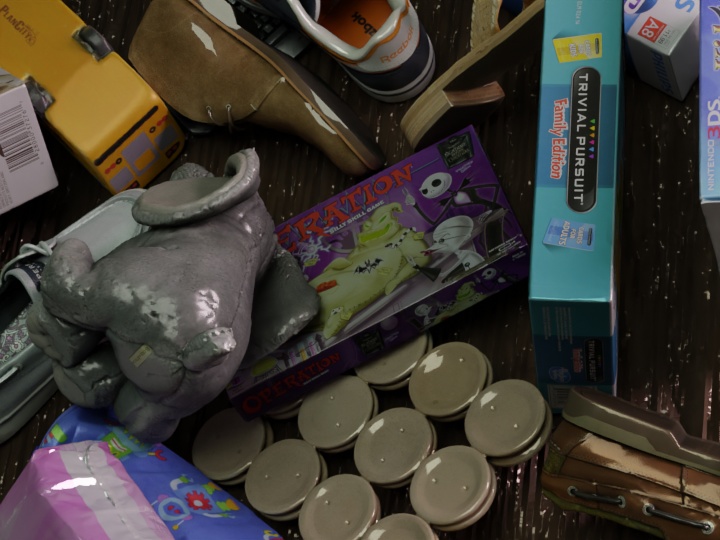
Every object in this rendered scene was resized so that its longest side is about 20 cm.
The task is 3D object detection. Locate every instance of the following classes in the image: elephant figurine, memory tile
[{"bbox_3d":[-0.093,-0.009,1.323,0.155,0.142,0.200,31,52,15],"label":"elephant figurine"},{"bbox_3d":[0.005,0.095,1.316,0.200,0.017,0.154,29,75,41],"label":"memory tile"}]

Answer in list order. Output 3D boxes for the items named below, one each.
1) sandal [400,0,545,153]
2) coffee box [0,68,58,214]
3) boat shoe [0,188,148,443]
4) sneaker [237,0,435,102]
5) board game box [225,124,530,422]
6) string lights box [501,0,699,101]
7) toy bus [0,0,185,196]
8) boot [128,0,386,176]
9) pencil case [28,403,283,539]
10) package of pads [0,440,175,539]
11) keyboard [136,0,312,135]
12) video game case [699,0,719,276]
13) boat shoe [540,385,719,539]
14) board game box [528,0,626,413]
[{"bbox_3d":[0.086,-0.158,1.357,0.212,0.077,0.070,-42,69,35],"label":"sandal"},{"bbox_3d":[-0.309,-0.059,1.428,0.199,0.080,0.113,-28,31,-21],"label":"coffee box"},{"bbox_3d":[-0.195,0.022,1.408,0.070,0.072,0.201,34,78,29],"label":"boat shoe"},{"bbox_3d":[-0.033,-0.193,1.449,0.200,0.079,0.079,38,81,23],"label":"sneaker"},{"bbox_3d":[0.000,0.000,1.361,0.199,0.032,0.120,-28,39,5],"label":"board game box"},{"bbox_3d":[0.146,-0.199,1.419,0.199,0.059,0.103,31,77,29],"label":"string lights box"},{"bbox_3d":[-0.205,-0.138,1.490,0.065,0.078,0.200,-43,59,-6],"label":"toy bus"},{"bbox_3d":[-0.067,-0.110,1.438,0.200,0.074,0.076,40,93,25],"label":"boot"},{"bbox_3d":[-0.111,0.153,1.306,0.199,0.087,0.078,33,113,30],"label":"pencil case"},{"bbox_3d":[-0.173,0.206,1.254,0.121,0.075,0.200,51,120,31],"label":"package of pads"},{"bbox_3d":[-0.072,-0.190,1.509,0.200,0.021,0.127,-43,59,-7],"label":"keyboard"},{"bbox_3d":[0.222,-0.084,1.264,0.045,0.181,0.201,-3,63,16],"label":"video game case"},{"bbox_3d":[0.195,0.131,1.235,0.199,0.072,0.068,23,99,21],"label":"boat shoe"},{"bbox_3d":[0.126,-0.040,1.287,0.047,0.151,0.201,2,64,8],"label":"board game box"}]
